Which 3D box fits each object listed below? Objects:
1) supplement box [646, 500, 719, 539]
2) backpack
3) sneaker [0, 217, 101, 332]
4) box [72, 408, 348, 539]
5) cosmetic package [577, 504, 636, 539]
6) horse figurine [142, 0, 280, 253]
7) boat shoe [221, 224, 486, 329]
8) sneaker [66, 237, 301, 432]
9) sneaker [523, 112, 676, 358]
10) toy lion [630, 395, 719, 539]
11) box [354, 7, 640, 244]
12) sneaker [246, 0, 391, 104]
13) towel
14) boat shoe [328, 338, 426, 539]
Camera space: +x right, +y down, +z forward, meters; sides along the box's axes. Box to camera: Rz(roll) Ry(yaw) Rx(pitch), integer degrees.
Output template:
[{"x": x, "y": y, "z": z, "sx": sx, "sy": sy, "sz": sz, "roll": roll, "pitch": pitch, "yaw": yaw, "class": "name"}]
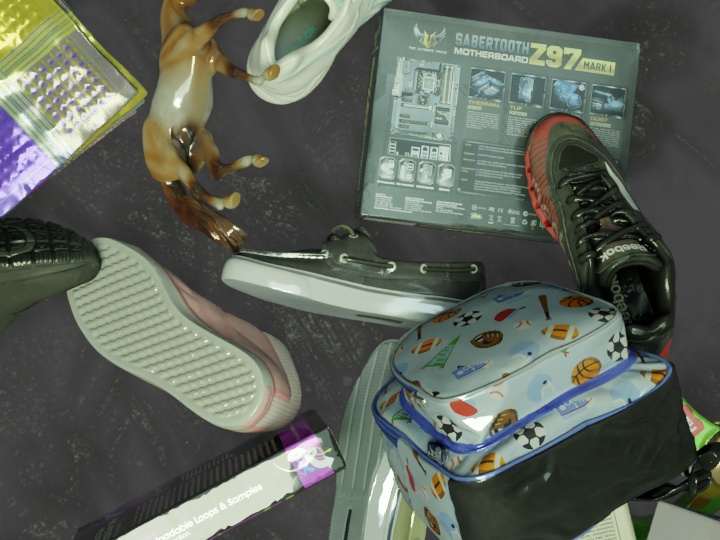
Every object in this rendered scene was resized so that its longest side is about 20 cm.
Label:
[{"x": 0.300, "y": 0.218, "z": 0.919, "sx": 0.200, "sy": 0.109, "sz": 0.061, "roll": 22, "pitch": 84, "yaw": -41, "class": "supplement box"}, {"x": 0.097, "y": 0.096, "z": 0.855, "sx": 0.200, "sy": 0.190, "sz": 0.154, "roll": -20, "pitch": 101, "yaw": -20, "class": "backpack"}, {"x": -0.281, "y": 0.021, "z": 0.930, "sx": 0.200, "sy": 0.076, "sz": 0.091, "roll": -12, "pitch": 119, "yaw": -4, "class": "sneaker"}, {"x": -0.109, "y": 0.161, "z": 0.907, "sx": 0.200, "sy": 0.143, "sz": 0.036, "roll": -26, "pitch": 92, "yaw": -6, "class": "box"}, {"x": 0.156, "y": 0.241, "z": 0.943, "sx": 0.105, "sy": 0.071, "sz": 0.200, "roll": -12, "pitch": 101, "yaw": 5, "class": "cosmetic package"}, {"x": -0.115, "y": -0.116, "z": 0.943, "sx": 0.050, "sy": 0.132, "sz": 0.200, "roll": -3, "pitch": 103, "yaw": -46, "class": "horse figurine"}, {"x": 0.000, "y": 0.000, "z": 0.963, "sx": 0.200, "sy": 0.070, "sz": 0.066, "roll": 10, "pitch": 79, "yaw": -6, "class": "boat shoe"}, {"x": -0.124, "y": 0.053, "z": 0.952, "sx": 0.200, "sy": 0.105, "sz": 0.075, "roll": 36, "pitch": 94, "yaw": 26, "class": "sneaker"}, {"x": 0.170, "y": -0.025, "z": 0.908, "sx": 0.071, "sy": 0.098, "sz": 0.201, "roll": -17, "pitch": 78, "yaw": -3, "class": "sneaker"}, {"x": 0.174, "y": 0.128, "z": 0.984, "sx": 0.192, "sy": 0.069, "sz": 0.200, "roll": -40, "pitch": 93, "yaw": 1, "class": "toy lion"}, {"x": 0.102, "y": -0.105, "z": 0.984, "sx": 0.200, "sy": 0.051, "sz": 0.158, "roll": 6, "pitch": 89, "yaw": -6, "class": "box"}, {"x": -0.011, "y": -0.211, "z": 0.963, "sx": 0.070, "sy": 0.080, "sz": 0.200, "roll": 34, "pitch": 84, "yaw": -2, "class": "sneaker"}, {"x": -0.268, "y": -0.113, "z": 0.930, "sx": 0.200, "sy": 0.023, "sz": 0.144, "roll": -40, "pitch": 121, "yaw": -5, "class": "towel"}, {"x": 0.022, "y": 0.152, "z": 0.967, "sx": 0.062, "sy": 0.072, "sz": 0.200, "roll": 15, "pitch": 86, "yaw": -34, "class": "boat shoe"}]
